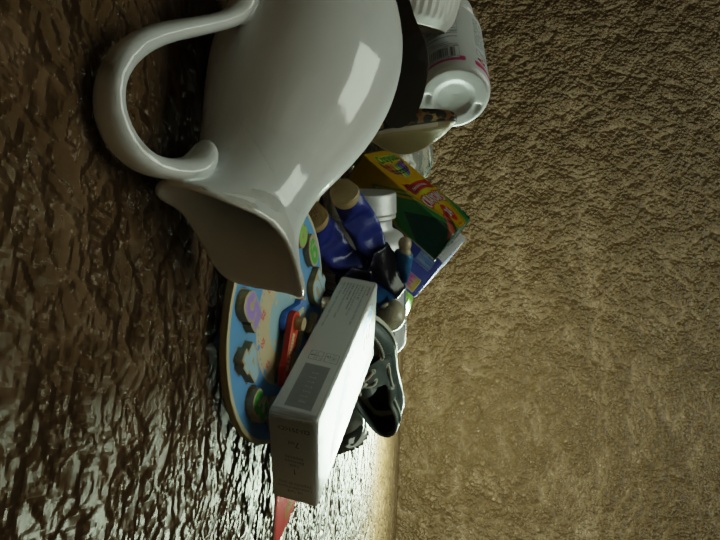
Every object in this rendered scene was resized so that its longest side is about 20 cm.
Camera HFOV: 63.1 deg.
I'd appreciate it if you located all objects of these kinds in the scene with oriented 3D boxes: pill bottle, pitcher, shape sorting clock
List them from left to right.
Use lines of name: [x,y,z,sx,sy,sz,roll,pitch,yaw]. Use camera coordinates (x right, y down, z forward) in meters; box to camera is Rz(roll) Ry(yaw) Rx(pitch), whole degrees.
pitcher: [-0.055,-0.112,0.347,0.172,0.119,0.204,51,55,-55]
shape sorting clock: [-0.065,0.042,0.498,0.200,0.038,0.206,7,90,-78]
pill bottle: [0.003,0.001,0.766,0.120,0.116,0.206,-58,148,-75]
pill bottle: [0.140,-0.337,0.921,0.115,0.110,0.204,80,10,-55]

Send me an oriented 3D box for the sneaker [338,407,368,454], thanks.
sneaker: [-0.029,0.163,0.783,0.201,0.072,0.081,-84,161,-62]

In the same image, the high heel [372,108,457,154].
high heel: [0.033,-0.219,0.734,0.071,0.196,0.147,25,67,-52]

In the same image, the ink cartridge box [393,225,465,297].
ink cartridge box: [0.072,-0.047,0.902,0.077,0.136,0.200,-52,172,24]

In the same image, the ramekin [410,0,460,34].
ramekin: [0.053,-0.397,0.813,0.201,0.194,0.108,-63,162,-72]

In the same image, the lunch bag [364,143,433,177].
lunch bag: [0.050,-0.244,0.997,0.168,0.135,0.206,-61,149,-68]

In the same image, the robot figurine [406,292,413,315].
robot figurine: [0.031,0.033,0.985,0.200,0.112,0.181,55,36,-77]

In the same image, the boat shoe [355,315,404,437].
boat shoe: [0.013,0.126,0.698,0.063,0.071,0.203,-89,165,-46]

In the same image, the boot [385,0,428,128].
boot: [0.008,-0.283,0.692,0.200,0.063,0.191,-131,-148,-57]

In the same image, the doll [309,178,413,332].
doll: [0.000,0.000,0.652,0.049,0.135,0.202,50,-6,48]

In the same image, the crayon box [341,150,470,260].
crayon box: [0.061,-0.111,0.850,0.051,0.199,0.127,-52,172,25]

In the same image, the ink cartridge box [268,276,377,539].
ink cartridge box: [-0.030,0.134,0.553,0.201,0.043,0.180,-63,160,-57]
